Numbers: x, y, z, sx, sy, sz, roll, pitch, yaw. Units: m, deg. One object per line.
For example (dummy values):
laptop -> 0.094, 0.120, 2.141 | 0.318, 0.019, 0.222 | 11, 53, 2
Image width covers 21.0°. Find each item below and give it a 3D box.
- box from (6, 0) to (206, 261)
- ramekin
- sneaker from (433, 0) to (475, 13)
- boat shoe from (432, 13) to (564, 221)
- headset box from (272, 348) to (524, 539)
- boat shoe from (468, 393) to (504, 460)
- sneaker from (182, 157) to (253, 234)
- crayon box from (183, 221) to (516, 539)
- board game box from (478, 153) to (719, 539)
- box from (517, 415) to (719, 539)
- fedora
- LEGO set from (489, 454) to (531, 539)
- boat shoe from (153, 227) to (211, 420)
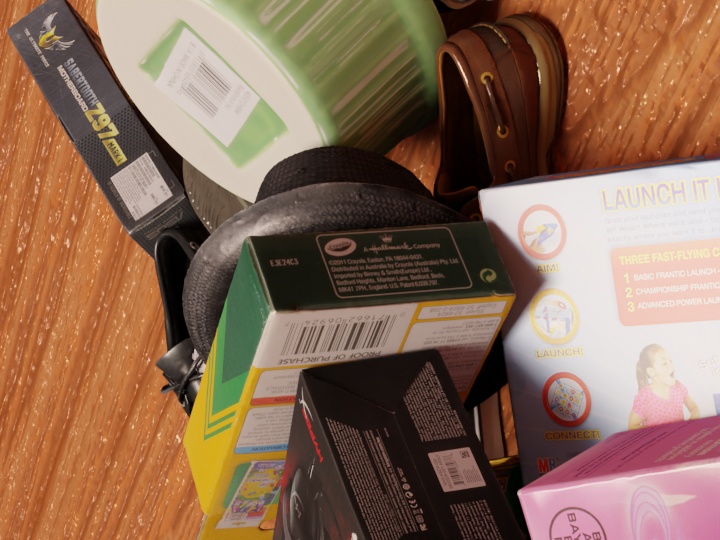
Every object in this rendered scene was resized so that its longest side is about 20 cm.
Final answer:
box -> -0.151, -0.076, 1.334 | 0.200, 0.051, 0.158 | 57, -178, 30
ramekin -> -0.055, -0.127, 1.098 | 0.200, 0.098, 0.200 | 33, 153, 19
sneaker -> 0.040, -0.173, 1.078 | 0.200, 0.074, 0.089 | -50, 57, 50
boat shoe -> 0.069, -0.040, 1.082 | 0.072, 0.067, 0.201 | 18, 115, 52
headset box -> 0.014, 0.162, 0.941 | 0.200, 0.077, 0.149 | 102, 154, -45
boat shoe -> 0.036, 0.070, 1.165 | 0.073, 0.068, 0.200 | 5, 104, 55
sneaker -> -0.019, -0.018, 1.181 | 0.200, 0.106, 0.075 | 58, 150, 28
crayon box -> -0.014, 0.061, 0.980 | 0.200, 0.125, 0.052 | 111, 147, -46
board game box -> 0.165, 0.045, 0.922 | 0.199, 0.056, 0.197 | -5, 96, 36
box -> 0.193, 0.151, 0.829 | 0.199, 0.097, 0.177 | -14, 94, 36
fedora -> 0.000, 0.000, 1.044 | 0.201, 0.200, 0.092 | 119, 157, -45
LEGO set -> 0.073, 0.186, 1.068 | 0.115, 0.154, 0.201 | -14, 101, 29
boat shoe -> -0.094, 0.052, 1.185 | 0.074, 0.066, 0.200 | -38, 45, 40
